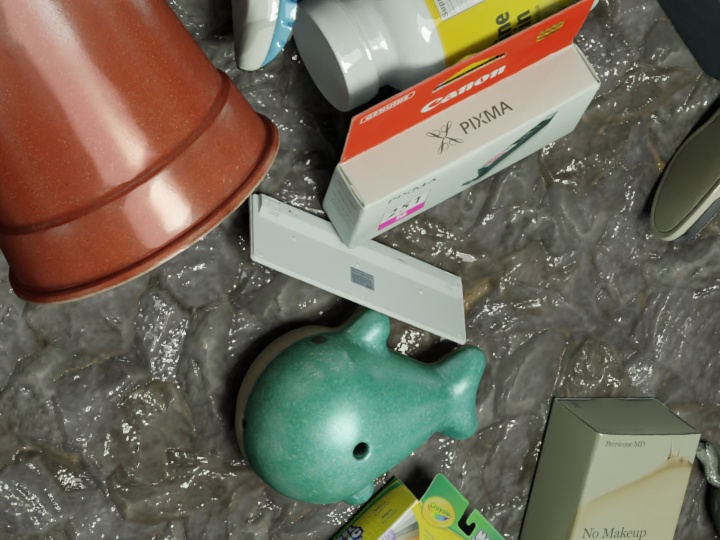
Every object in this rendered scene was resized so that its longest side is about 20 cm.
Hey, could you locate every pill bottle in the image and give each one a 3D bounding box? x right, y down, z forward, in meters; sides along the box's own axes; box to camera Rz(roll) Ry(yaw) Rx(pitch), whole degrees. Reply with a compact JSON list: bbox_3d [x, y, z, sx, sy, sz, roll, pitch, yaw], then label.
[{"bbox_3d":[0.057,-0.188,1.582,0.200,0.112,0.112,-28,122,-14],"label":"pill bottle"}]

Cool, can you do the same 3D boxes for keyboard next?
[{"bbox_3d":[0.000,0.000,1.675,0.200,0.011,0.056,22,55,-33],"label":"keyboard"}]

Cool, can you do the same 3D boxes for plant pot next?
[{"bbox_3d":[-0.183,-0.117,1.450,0.201,0.201,0.195,-35,115,-10],"label":"plant pot"}]

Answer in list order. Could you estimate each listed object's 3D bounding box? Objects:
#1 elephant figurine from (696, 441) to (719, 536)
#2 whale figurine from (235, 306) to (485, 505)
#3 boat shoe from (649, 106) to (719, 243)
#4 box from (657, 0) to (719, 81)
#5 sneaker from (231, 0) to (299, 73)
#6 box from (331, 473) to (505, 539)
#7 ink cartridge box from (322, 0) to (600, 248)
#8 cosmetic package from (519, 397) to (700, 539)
[{"bbox_3d":[0.386,0.225,1.886,0.155,0.200,0.142,-13,117,-23],"label":"elephant figurine"},{"bbox_3d":[0.010,0.106,1.692,0.200,0.104,0.159,-4,113,-27],"label":"whale figurine"},{"bbox_3d":[0.300,-0.096,1.777,0.063,0.073,0.200,36,88,-32],"label":"boat shoe"},{"bbox_3d":[0.310,-0.255,1.680,0.197,0.124,0.200,-44,125,-6],"label":"box"},{"bbox_3d":[-0.082,-0.230,1.523,0.087,0.075,0.200,-1,104,-20],"label":"sneaker"},{"bbox_3d":[0.015,0.250,1.793,0.200,0.048,0.117,-43,124,-2],"label":"box"},{"bbox_3d":[0.076,-0.101,1.608,0.200,0.174,0.044,-28,79,-15],"label":"ink cartridge box"},{"bbox_3d":[0.191,0.206,1.852,0.103,0.073,0.200,1,112,-28],"label":"cosmetic package"}]
